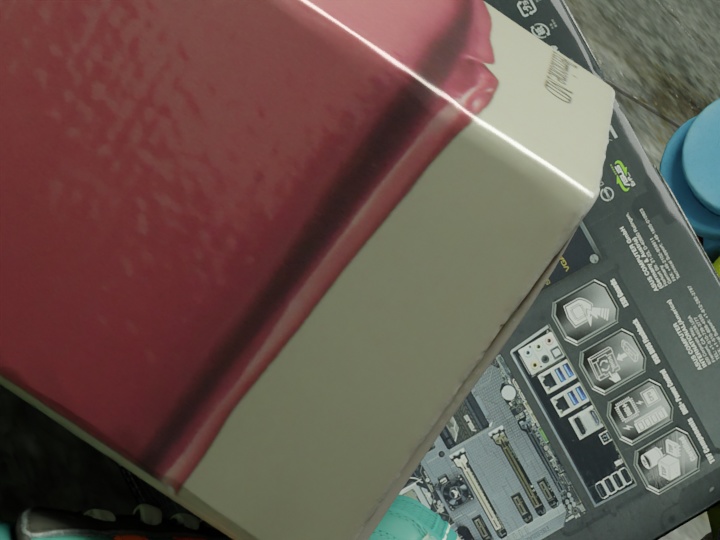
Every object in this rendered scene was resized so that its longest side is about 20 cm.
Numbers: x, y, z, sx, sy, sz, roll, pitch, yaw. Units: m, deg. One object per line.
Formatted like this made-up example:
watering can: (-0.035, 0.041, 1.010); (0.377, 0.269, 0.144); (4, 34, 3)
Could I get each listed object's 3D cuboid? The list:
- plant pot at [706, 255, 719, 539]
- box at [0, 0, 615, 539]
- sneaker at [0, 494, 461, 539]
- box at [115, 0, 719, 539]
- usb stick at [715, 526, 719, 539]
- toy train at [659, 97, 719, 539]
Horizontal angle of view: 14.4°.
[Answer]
plant pot: (0.210, 0.045, 0.832); (0.199, 0.181, 0.200); (-43, 127, -42)
box: (-0.054, -0.042, 0.637); (0.200, 0.109, 0.128); (33, 15, -3)
sneaker: (-0.051, 0.079, 0.630); (0.080, 0.071, 0.200); (52, 37, 11)
box: (0.000, 0.000, 0.747); (0.200, 0.158, 0.051); (60, -14, 2)
usb stick: (0.090, 0.142, 0.713); (0.055, 0.200, 0.033); (24, -10, -35)
toy train: (0.122, 0.048, 0.919); (0.116, 0.085, 0.200); (45, 53, -66)
